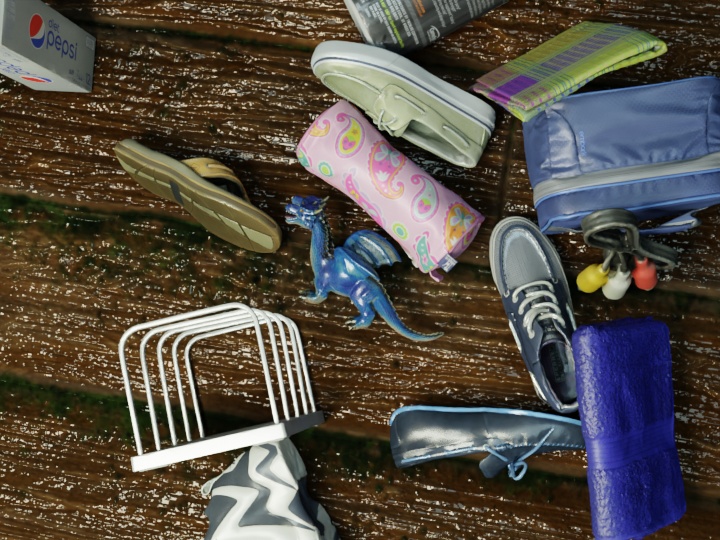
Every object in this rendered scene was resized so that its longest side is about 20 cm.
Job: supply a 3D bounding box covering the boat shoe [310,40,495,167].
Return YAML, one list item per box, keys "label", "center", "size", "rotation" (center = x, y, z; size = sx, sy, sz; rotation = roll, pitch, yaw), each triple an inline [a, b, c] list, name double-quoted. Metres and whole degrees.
- label: "boat shoe"
  center: [0.042, -0.164, 0.915]
  size: [0.199, 0.072, 0.062]
  rotation: [20, 72, -12]

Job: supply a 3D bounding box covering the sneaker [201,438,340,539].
- label: "sneaker"
  center: [-0.095, 0.283, 0.938]
  size: [0.129, 0.079, 0.200]
  rotation: [-26, 90, 10]

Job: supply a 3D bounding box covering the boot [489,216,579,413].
- label: "boot"
  center: [0.180, 0.039, 0.907]
  size: [0.072, 0.090, 0.201]
  rotation: [-20, 86, 5]

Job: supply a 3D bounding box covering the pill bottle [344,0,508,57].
- label: "pill bottle"
  center: [0.084, -0.294, 0.922]
  size: [0.199, 0.106, 0.107]
  rotation: [-27, 85, 5]

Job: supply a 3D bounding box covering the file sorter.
- label: "file sorter"
  center: [-0.128, 0.108, 0.888]
  size: [0.138, 0.200, 0.125]
  rotation: [-13, 82, 6]

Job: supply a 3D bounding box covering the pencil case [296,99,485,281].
- label: "pencil case"
  center: [0.029, -0.081, 0.933]
  size: [0.200, 0.087, 0.087]
  rotation: [42, 93, 5]

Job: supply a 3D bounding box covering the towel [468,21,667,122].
- label: "towel"
  center: [0.187, -0.190, 0.869]
  size: [0.143, 0.200, 0.023]
  rotation: [-27, 109, 2]

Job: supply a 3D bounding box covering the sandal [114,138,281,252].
- label: "sandal"
  center: [-0.163, -0.089, 0.960]
  size: [0.200, 0.080, 0.054]
  rotation: [31, 67, 10]

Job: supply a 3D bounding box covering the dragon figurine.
- label: "dragon figurine"
  center: [0.000, 0.000, 0.925]
  size: [0.200, 0.059, 0.100]
  rotation: [31, 124, 13]

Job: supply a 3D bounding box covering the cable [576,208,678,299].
- label: "cable"
  center: [0.248, -0.010, 0.849]
  size: [0.097, 0.200, 0.051]
  rotation: [-3, 78, 13]

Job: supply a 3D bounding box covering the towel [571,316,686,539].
- label: "towel"
  center: [0.258, 0.145, 0.872]
  size: [0.049, 0.147, 0.201]
  rotation: [-9, 87, 40]

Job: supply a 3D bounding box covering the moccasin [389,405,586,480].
- label: "moccasin"
  center: [0.129, 0.174, 0.921]
  size: [0.199, 0.080, 0.069]
  rotation: [-2, 73, 19]

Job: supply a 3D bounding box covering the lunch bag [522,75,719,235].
- label: "lunch bag"
  center: [0.261, -0.098, 0.881]
  size: [0.199, 0.136, 0.133]
  rotation: [-7, 88, 5]

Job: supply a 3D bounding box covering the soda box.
- label: "soda box"
  center: [-0.336, -0.230, 0.919]
  size: [0.068, 0.200, 0.064]
  rotation: [5, 89, 8]
